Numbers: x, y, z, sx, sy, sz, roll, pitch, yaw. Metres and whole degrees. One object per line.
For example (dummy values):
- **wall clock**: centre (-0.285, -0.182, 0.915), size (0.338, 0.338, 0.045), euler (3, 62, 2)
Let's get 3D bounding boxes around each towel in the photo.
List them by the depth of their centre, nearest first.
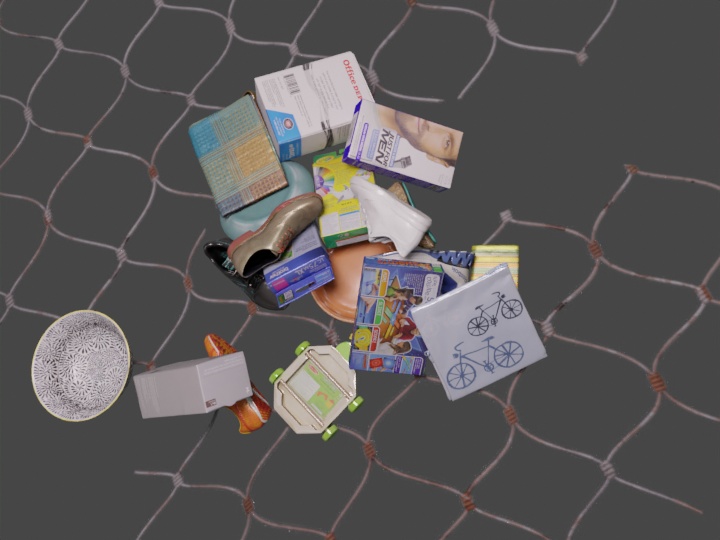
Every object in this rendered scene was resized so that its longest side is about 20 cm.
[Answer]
- **towel**: centre (0.238, 0.053, 1.175), size (0.085, 0.018, 0.202), euler (1, 79, 16)
- **towel**: centre (-0.233, -0.216, 1.244), size (0.146, 0.022, 0.201), euler (-25, 76, 5)

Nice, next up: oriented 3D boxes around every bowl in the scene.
- **bowl**: centre (-0.505, 0.183, 1.246), size (0.199, 0.094, 0.203), euler (-2, 77, 11)

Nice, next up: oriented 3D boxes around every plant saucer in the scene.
- **plant saucer**: centre (0.000, 0.000, 1.220), size (0.198, 0.037, 0.202), euler (-2, 78, 10)
- **plant saucer**: centre (-0.187, -0.142, 1.254), size (0.198, 0.036, 0.202), euler (-10, 57, 15)

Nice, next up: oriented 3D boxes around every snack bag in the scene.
- **snack bag**: centre (0.196, 0.106, 1.108), size (0.187, 0.021, 0.201), euler (-26, 110, 6)

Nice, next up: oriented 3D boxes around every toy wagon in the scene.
- **toy wagon**: centre (-0.063, 0.200, 1.187), size (0.155, 0.040, 0.200), euler (43, 88, 16)

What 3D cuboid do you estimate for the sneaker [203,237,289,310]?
- **sneaker**: centre (-0.216, 0.010, 1.234), size (0.199, 0.079, 0.076), euler (35, 96, 16)

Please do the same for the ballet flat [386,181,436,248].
- **ballet flat**: centre (0.079, -0.088, 1.173), size (0.065, 0.071, 0.201), euler (-29, 34, 7)

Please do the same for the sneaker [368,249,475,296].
- **sneaker**: centre (0.114, 0.023, 1.147), size (0.197, 0.080, 0.116), euler (0, 87, -22)

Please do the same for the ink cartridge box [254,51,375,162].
- **ink cartridge box**: centre (-0.085, -0.312, 1.256), size (0.198, 0.084, 0.147), euler (-18, 75, -11)

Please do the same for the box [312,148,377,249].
- **box**: centre (-0.025, -0.144, 1.229), size (0.116, 0.048, 0.202), euler (-12, 60, 7)

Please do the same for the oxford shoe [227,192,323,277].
- **oxford shoe**: centre (-0.140, -0.058, 1.161), size (0.199, 0.070, 0.075), euler (-38, 48, 5)

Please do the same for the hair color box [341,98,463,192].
- **hair color box**: centre (0.076, -0.224, 1.197), size (0.198, 0.065, 0.110), euler (15, 86, -14)

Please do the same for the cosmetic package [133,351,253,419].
- **cosmetic package**: centre (-0.294, 0.201, 1.148), size (0.199, 0.106, 0.091), euler (-18, 87, 37)

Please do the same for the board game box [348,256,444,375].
- **board game box**: centre (0.058, 0.080, 1.113), size (0.134, 0.035, 0.202), euler (6, 114, -7)

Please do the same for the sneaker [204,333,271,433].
- **sneaker**: centre (-0.242, 0.206, 1.205), size (0.077, 0.073, 0.201), euler (-36, 71, 12)

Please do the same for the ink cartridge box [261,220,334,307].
- **ink cartridge box**: centre (-0.126, -0.037, 1.208), size (0.119, 0.042, 0.201), euler (-26, 50, 5)

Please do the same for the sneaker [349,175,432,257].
- **sneaker**: centre (0.031, -0.093, 1.117), size (0.200, 0.075, 0.089), euler (42, 108, 45)

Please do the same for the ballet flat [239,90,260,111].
- **ballet flat**: centre (-0.250, -0.270, 1.306), size (0.067, 0.072, 0.201), euler (25, 84, 26)
